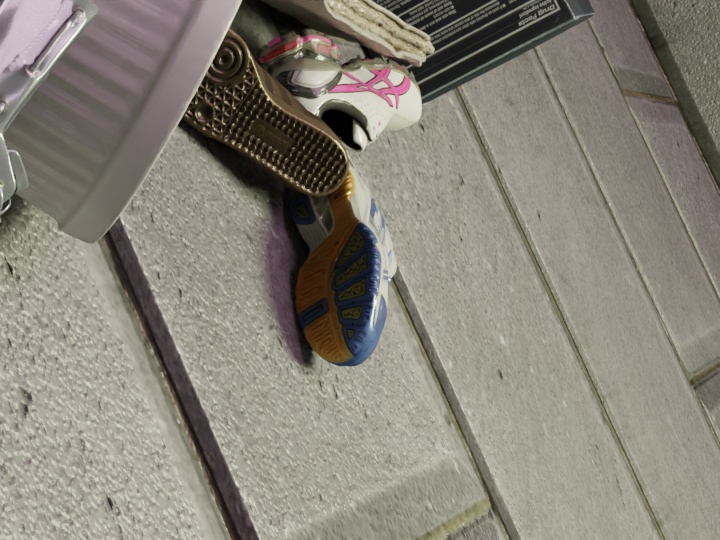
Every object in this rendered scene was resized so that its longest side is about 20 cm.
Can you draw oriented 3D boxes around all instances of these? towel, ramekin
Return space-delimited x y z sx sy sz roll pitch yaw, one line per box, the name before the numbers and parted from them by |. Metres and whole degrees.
towel | -0.030 -0.220 1.468 0.132 0.035 0.200 23 2 31
ramekin | -0.145 -0.126 0.951 0.105 0.200 0.200 29 31 -14

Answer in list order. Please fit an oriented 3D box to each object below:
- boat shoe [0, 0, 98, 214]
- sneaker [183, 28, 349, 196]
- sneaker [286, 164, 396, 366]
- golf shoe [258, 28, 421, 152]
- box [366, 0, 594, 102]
boat shoe | -0.184 -0.057 0.809 0.071 0.070 0.201 30 74 -13
sneaker | -0.094 -0.125 1.279 0.200 0.070 0.076 43 -1 -31
sneaker | 0.000 0.000 1.317 0.088 0.075 0.200 46 27 -40
golf shoe | -0.011 -0.134 1.466 0.200 0.073 0.092 9 62 -55
box | 0.090 -0.287 1.702 0.199 0.200 0.123 64 20 0
